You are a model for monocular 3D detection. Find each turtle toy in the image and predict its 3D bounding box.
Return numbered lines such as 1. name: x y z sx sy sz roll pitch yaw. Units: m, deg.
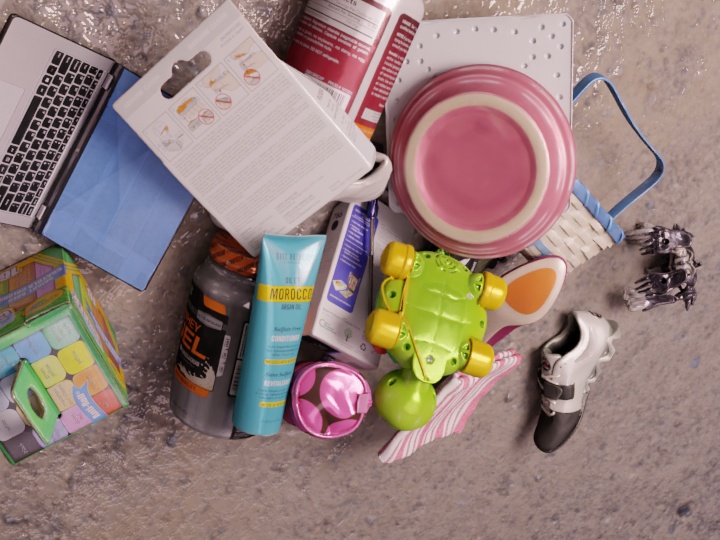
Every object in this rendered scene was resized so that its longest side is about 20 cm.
1. turtle toy: 0.066 0.070 0.938 0.143 0.101 0.203 18 71 -11

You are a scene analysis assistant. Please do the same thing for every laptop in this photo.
1. laptop: -0.259 -0.098 0.816 0.189 0.115 0.199 -60 154 8

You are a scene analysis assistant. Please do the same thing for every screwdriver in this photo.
1. screwdriver: 0.010 -0.042 0.969 0.028 0.029 0.204 6 87 -38

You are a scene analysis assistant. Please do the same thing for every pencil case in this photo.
1. pencil case: -0.041 0.139 0.967 0.092 0.200 0.092 18 84 -7

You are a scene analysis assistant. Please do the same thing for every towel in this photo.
1. towel: 0.115 0.164 1.065 0.147 0.030 0.199 -52 159 24

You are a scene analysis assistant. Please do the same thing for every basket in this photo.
1. basket: 0.244 -0.105 1.015 0.199 0.140 0.176 -40 123 11

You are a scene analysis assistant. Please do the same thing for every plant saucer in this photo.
1. plant saucer: 0.122 -0.108 0.905 0.197 0.051 0.204 5 106 16

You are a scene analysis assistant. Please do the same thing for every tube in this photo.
1. tube: -0.084 0.061 0.867 0.077 0.050 0.204 -2 110 -48

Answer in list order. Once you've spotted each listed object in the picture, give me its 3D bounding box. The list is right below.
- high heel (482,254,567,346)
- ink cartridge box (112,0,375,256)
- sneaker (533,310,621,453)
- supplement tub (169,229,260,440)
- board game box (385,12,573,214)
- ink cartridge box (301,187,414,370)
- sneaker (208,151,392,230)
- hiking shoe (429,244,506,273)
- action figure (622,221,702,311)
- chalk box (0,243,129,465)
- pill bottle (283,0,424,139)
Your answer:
1. high heel: 0.175 0.044 1.048 0.067 0.096 0.201 40 117 4
2. ink cartridge box: -0.106 -0.131 0.822 0.159 0.048 0.200 -33 112 23
3. sneaker: 0.266 0.144 1.181 0.087 0.074 0.203 21 95 -24
4. supplement tub: -0.131 0.067 0.943 0.121 0.123 0.203 7 108 -25
5. board game box: 0.124 -0.163 0.930 0.196 0.026 0.204 2 105 16
6. ink cartridge box: 0.000 0.000 0.986 0.099 0.039 0.203 31 66 -31
7. sneaker: -0.063 -0.093 0.904 0.196 0.088 0.077 -15 87 -7
8. hiking shoe: 0.092 0.027 1.048 0.199 0.076 0.101 -42 118 -3
9. action figure: 0.394 -0.007 1.149 0.199 0.100 0.121 11 78 -66
10. chalk box: -0.303 0.083 0.830 0.122 0.200 0.126 -26 120 -10
11. pill bottle: -0.005 -0.234 0.872 0.112 0.113 0.203 18 104 -28
